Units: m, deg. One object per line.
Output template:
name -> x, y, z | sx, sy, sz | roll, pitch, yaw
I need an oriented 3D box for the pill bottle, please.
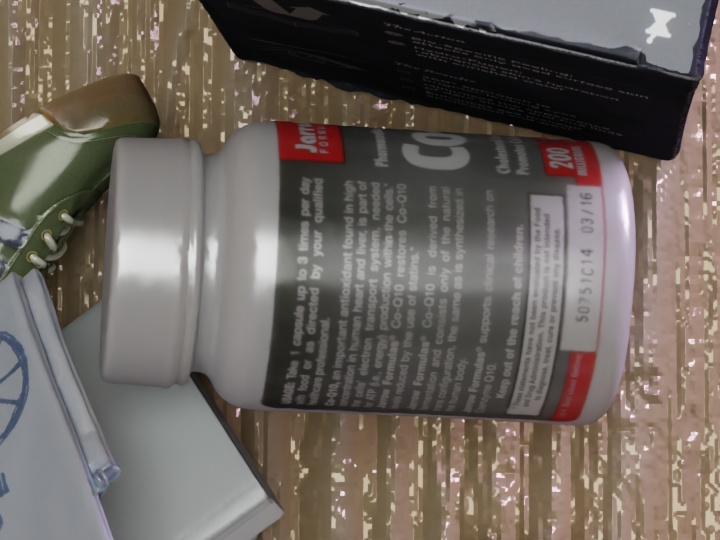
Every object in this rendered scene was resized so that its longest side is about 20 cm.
pill bottle -> 0.000, 0.000, 1.072 | 0.200, 0.114, 0.114 | 3, 85, -7

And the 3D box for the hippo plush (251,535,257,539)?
hippo plush -> -0.078, 0.240, 1.081 | 0.159, 0.200, 0.161 | -29, 109, 23

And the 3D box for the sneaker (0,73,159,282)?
sneaker -> -0.157, 0.006, 1.130 | 0.200, 0.067, 0.090 | -31, 77, 8

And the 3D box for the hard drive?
hard drive -> -0.144, 0.110, 1.114 | 0.200, 0.026, 0.132 | -37, 54, 1

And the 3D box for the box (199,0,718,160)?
box -> 0.046, -0.132, 1.062 | 0.196, 0.200, 0.118 | 13, 86, 5

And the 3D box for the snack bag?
snack bag -> -0.163, 0.126, 1.049 | 0.189, 0.021, 0.200 | -39, 54, 19
